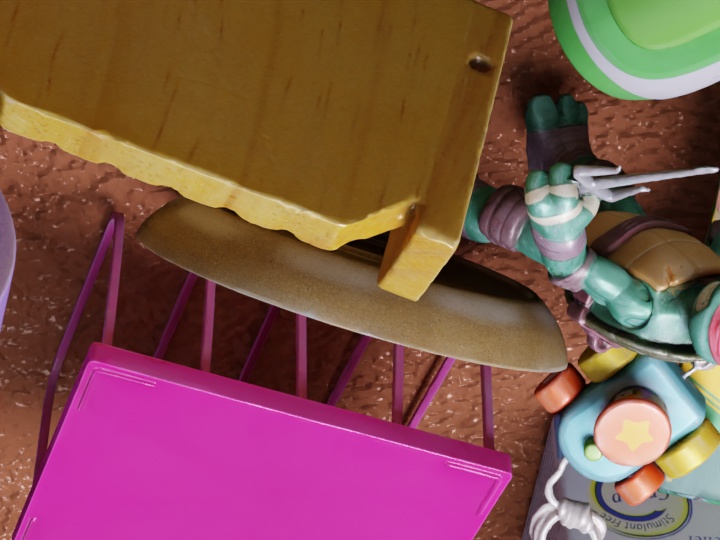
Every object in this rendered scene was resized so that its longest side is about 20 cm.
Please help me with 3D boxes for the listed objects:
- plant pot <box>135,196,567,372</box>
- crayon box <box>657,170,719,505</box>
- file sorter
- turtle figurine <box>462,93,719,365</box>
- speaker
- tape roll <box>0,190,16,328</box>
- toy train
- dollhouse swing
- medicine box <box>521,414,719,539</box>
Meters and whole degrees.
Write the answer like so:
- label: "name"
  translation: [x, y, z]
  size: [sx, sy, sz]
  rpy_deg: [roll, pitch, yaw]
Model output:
- label: "plant pot"
  translation: [0.000, 0.000, 0.989]
  size: [0.199, 0.200, 0.028]
  rpy_deg: [15, 98, -15]
- label: "crayon box"
  translation: [0.211, 0.011, 1.009]
  size: [0.118, 0.058, 0.201]
  rpy_deg: [11, 105, 7]
- label: "file sorter"
  translation: [-0.048, 0.072, 1.074]
  size: [0.199, 0.126, 0.139]
  rpy_deg: [16, 130, -14]
- label: "turtle figurine"
  translation: [0.116, -0.013, 0.924]
  size: [0.149, 0.200, 0.101]
  rpy_deg: [-1, 111, -38]
- label: "speaker"
  translation: [0.166, -0.133, 0.879]
  size: [0.088, 0.089, 0.200]
  rpy_deg: [32, 148, -26]
- label: "tape roll"
  translation: [-0.253, 0.008, 0.963]
  size: [0.199, 0.200, 0.085]
  rpy_deg: [11, 129, -11]
- label: "toy train"
  translation: [0.171, 0.094, 0.978]
  size: [0.199, 0.056, 0.151]
  rpy_deg: [1, 104, 9]
- label: "dollhouse swing"
  translation: [-0.069, -0.045, 0.870]
  size: [0.199, 0.182, 0.176]
  rpy_deg: [21, 136, -6]
- label: "medicine box"
  translation: [0.184, 0.179, 1.124]
  size: [0.181, 0.200, 0.103]
  rpy_deg: [3, 131, -5]
